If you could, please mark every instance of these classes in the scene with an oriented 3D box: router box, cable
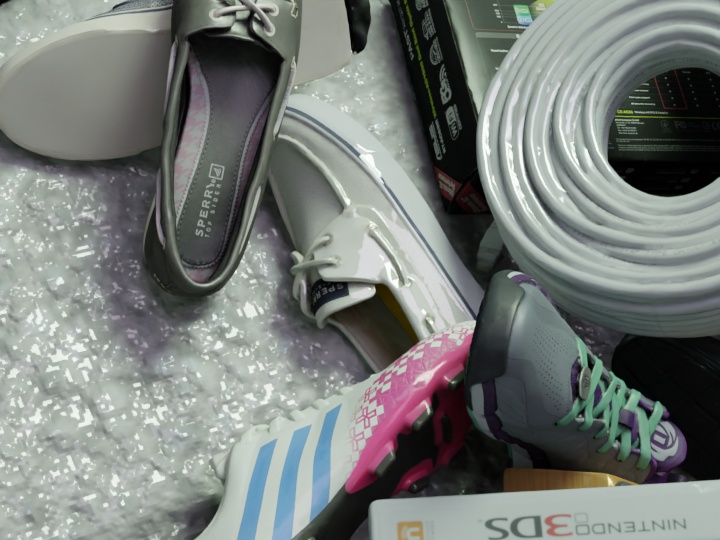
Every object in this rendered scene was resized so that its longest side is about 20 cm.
[{"bbox_3d":[0.128,-0.111,1.006,0.200,0.062,0.150,-1,63,-24],"label":"router box"},{"bbox_3d":[0.155,-0.065,0.855,0.199,0.069,0.200,6,74,25],"label":"cable"}]

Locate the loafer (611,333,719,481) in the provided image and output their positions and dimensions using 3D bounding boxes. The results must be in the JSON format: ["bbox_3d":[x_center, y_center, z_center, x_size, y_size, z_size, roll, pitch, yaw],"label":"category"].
[{"bbox_3d":[0.220,0.082,0.931,0.200,0.073,0.072,36,43,-11],"label":"loafer"}]

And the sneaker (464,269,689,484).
[{"bbox_3d":[0.107,0.058,0.806,0.087,0.200,0.075,10,72,20],"label":"sneaker"}]

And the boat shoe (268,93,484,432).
[{"bbox_3d":[0.000,0.000,0.883,0.070,0.071,0.200,-31,83,-37],"label":"boat shoe"}]

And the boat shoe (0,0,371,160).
[{"bbox_3d":[-0.100,-0.119,0.919,0.200,0.075,0.093,-15,29,-13],"label":"boat shoe"}]

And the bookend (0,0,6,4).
[{"bbox_3d":[-0.232,-0.180,0.807,0.092,0.199,0.200,47,55,6],"label":"bookend"}]

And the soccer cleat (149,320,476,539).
[{"bbox_3d":[-0.017,0.084,0.802,0.086,0.070,0.200,30,62,30],"label":"soccer cleat"}]

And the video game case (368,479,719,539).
[{"bbox_3d":[0.098,0.182,0.709,0.182,0.022,0.200,-4,58,1],"label":"video game case"}]

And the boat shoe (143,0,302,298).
[{"bbox_3d":[-0.063,-0.083,0.847,0.067,0.057,0.201,10,94,-16],"label":"boat shoe"}]

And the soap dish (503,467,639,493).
[{"bbox_3d":[0.139,0.195,0.793,0.157,0.081,0.200,22,52,-29],"label":"soap dish"}]
